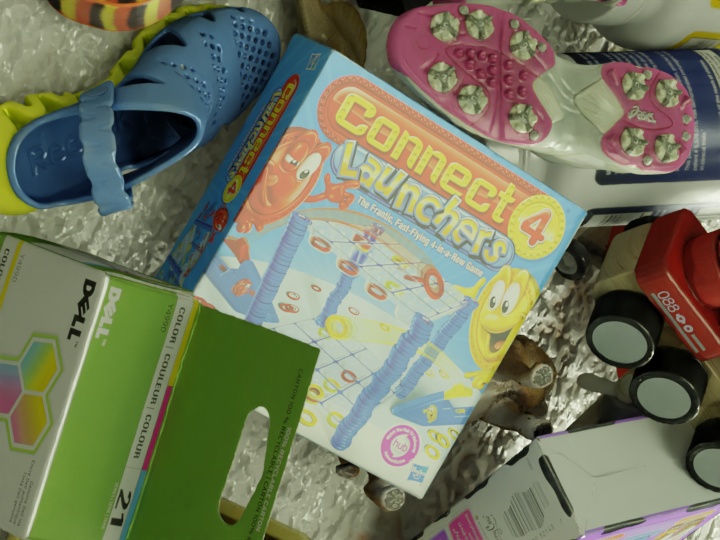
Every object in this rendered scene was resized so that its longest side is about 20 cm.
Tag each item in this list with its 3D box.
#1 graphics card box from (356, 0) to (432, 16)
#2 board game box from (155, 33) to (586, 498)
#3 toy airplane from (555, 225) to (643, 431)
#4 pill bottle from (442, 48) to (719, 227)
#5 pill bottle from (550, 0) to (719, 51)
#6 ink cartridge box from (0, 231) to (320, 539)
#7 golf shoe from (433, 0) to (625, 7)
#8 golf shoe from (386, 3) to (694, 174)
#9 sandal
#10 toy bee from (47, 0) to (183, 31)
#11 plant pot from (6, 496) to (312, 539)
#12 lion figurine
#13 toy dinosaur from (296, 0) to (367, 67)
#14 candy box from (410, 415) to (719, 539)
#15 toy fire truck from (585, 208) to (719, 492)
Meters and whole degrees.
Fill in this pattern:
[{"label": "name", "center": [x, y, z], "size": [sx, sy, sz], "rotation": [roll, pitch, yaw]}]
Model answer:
[{"label": "graphics card box", "center": [0.063, -0.257, 1.385], "size": [0.200, 0.051, 0.126], "rotation": [-37, 127, -29]}, {"label": "board game box", "center": [0.000, 0.000, 1.310], "size": [0.199, 0.056, 0.197], "rotation": [29, 92, -28]}, {"label": "toy airplane", "center": [0.219, 0.055, 1.572], "size": [0.199, 0.140, 0.201], "rotation": [22, 84, -50]}, {"label": "pill bottle", "center": [0.157, -0.085, 1.457], "size": [0.198, 0.111, 0.112], "rotation": [-3, 107, -19]}, {"label": "pill bottle", "center": [0.212, -0.198, 1.507], "size": [0.199, 0.111, 0.112], "rotation": [-1, 104, -45]}, {"label": "ink cartridge box", "center": [-0.129, 0.076, 1.192], "size": [0.075, 0.199, 0.149], "rotation": [18, 90, -46]}, {"label": "golf shoe", "center": [0.135, -0.190, 1.352], "size": [0.199, 0.075, 0.092], "rotation": [-35, 93, -20]}, {"label": "golf shoe", "center": [0.094, -0.097, 1.326], "size": [0.199, 0.091, 0.076], "rotation": [19, 76, -23]}, {"label": "sandal", "center": [-0.112, -0.082, 1.243], "size": [0.200, 0.087, 0.080], "rotation": [-37, 125, -33]}, {"label": "toy bee", "center": [-0.070, -0.189, 1.217], "size": [0.200, 0.109, 0.131], "rotation": [-47, 173, 4]}, {"label": "plant pot", "center": [-0.091, 0.234, 1.300], "size": [0.200, 0.195, 0.195], "rotation": [37, 77, -54]}, {"label": "lion figurine", "center": [0.049, 0.089, 1.459], "size": [0.199, 0.122, 0.073], "rotation": [-13, 105, -25]}, {"label": "toy dinosaur", "center": [-0.023, -0.124, 1.352], "size": [0.102, 0.058, 0.200], "rotation": [-65, 145, -29]}, {"label": "candy box", "center": [0.123, 0.176, 1.486], "size": [0.167, 0.072, 0.200], "rotation": [-6, 152, -44]}, {"label": "toy fire truck", "center": [0.267, 0.021, 1.399], "size": [0.176, 0.199, 0.129], "rotation": [50, 43, -22]}]
